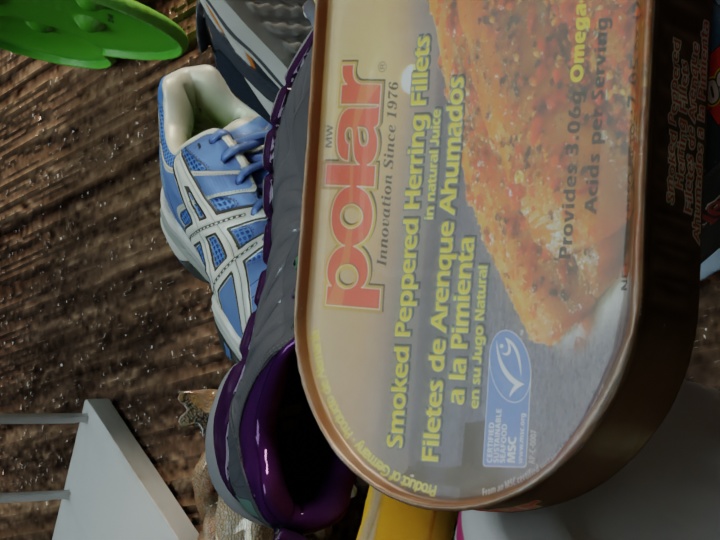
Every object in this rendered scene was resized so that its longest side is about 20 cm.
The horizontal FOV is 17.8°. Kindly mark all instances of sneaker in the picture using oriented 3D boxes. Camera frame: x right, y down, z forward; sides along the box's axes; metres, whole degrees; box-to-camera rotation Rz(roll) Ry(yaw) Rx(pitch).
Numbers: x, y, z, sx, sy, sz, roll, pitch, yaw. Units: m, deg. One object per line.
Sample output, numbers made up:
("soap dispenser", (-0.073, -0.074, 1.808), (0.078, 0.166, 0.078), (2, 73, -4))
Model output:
("sneaker", (-0.032, -0.112, 0.864), (0.079, 0.078, 0.200), (27, 149, 58))
("sneaker", (-0.039, -0.019, 0.932), (0.200, 0.076, 0.077), (40, 149, 52))
("sneaker", (0.000, 0.000, 0.806), (0.088, 0.074, 0.200), (-151, 72, -76))

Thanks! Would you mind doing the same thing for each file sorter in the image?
("file sorter", (-0.177, 0.183, 1.132), (0.139, 0.124, 0.200), (47, 127, 50))

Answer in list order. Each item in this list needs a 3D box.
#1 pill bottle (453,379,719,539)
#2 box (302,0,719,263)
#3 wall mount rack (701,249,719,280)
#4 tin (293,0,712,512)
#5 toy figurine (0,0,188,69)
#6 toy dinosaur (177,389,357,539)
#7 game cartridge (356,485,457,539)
("pill bottle", (0.073, 0.139, 0.682), (0.113, 0.113, 0.200), (-120, 28, -43))
("box", (0.086, -0.085, 0.628), (0.200, 0.038, 0.137), (-43, 58, 25))
("wall mount rack", (0.089, 0.012, 0.733), (0.174, 0.075, 0.200), (58, 146, 2))
("tin", (0.037, -0.035, 0.609), (0.112, 0.042, 0.200), (-1, 80, 35))
("toy figurine", (-0.137, -0.207, 1.122), (0.200, 0.150, 0.184), (135, 148, -82))
("toy dinosaur", (-0.043, 0.119, 0.956), (0.136, 0.086, 0.200), (67, -144, -76))
("game cartridge", (0.010, 0.120, 0.794), (0.200, 0.032, 0.176), (-67, -10, -64))
